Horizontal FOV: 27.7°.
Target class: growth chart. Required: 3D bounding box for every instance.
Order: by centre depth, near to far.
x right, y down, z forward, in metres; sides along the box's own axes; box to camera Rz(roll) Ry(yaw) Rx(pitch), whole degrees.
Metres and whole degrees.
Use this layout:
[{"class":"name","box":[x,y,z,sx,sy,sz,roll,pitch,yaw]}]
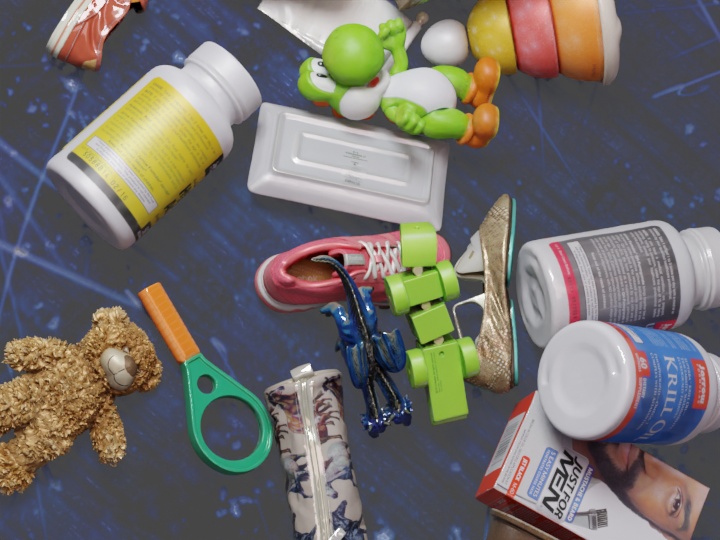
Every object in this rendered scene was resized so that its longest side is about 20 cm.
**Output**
[{"class":"growth chart","box":[-0.026,-0.282,1.505,0.200,0.018,0.145,40,74,-1]}]

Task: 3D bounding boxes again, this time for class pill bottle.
[{"class":"pill bottle","box":[-0.192,-0.124,1.393,0.111,0.111,0.200,45,75,1]},{"class":"pill bottle","box":[0.272,0.111,1.400,0.199,0.112,0.113,8,75,-43]},{"class":"pill bottle","box":[0.264,0.011,1.453,0.198,0.111,0.112,-9,80,-12]}]

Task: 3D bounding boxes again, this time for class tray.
[{"class":"tray","box":[-0.008,-0.108,1.458,0.198,0.022,0.108,11,63,-8]}]

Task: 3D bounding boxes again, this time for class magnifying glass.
[{"class":"magnifying glass","box":[-0.153,0.103,1.394,0.079,0.022,0.201,-28,86,-31]}]

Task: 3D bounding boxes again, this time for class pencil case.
[{"class":"pencil case","box":[-0.040,0.192,1.370,0.077,0.089,0.202,-8,79,-12]}]

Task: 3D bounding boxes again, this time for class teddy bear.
[{"class":"teddy bear","box":[-0.276,0.120,1.351,0.199,0.067,0.146,-17,84,-13]}]

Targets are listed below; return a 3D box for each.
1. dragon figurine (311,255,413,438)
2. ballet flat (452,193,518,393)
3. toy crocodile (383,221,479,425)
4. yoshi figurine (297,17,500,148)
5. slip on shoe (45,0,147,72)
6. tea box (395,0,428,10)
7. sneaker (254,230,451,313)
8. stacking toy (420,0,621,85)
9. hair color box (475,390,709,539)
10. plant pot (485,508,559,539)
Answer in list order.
[{"class":"dragon figurine","box":[0.007,0.071,1.377,0.058,0.201,0.100,-21,45,-11]},{"class":"ballet flat","box":[0.124,0.021,1.450,0.065,0.071,0.202,0,75,4]},{"class":"toy crocodile","box":[0.067,0.052,1.398,0.067,0.062,0.201,-16,105,-7]},{"class":"yoshi figurine","box":[0.040,-0.188,1.432,0.198,0.112,0.113,9,103,-8]},{"class":"slip on shoe","box":[-0.233,-0.282,1.441,0.061,0.074,0.201,34,79,-11]},{"class":"tea box","box":[0.123,-0.379,1.435,0.196,0.200,0.134,-26,87,-30]},{"class":"sneaker","box":[0.000,0.000,1.417,0.199,0.087,0.074,-10,81,-13]},{"class":"stacking toy","box":[0.159,-0.248,1.491,0.198,0.146,0.147,-10,80,3]},{"class":"hair color box","box":[0.226,0.217,1.423,0.199,0.064,0.111,29,67,-5]},{"class":"plant pot","box":[0.166,0.353,1.332,0.199,0.200,0.199,28,83,-4]}]
